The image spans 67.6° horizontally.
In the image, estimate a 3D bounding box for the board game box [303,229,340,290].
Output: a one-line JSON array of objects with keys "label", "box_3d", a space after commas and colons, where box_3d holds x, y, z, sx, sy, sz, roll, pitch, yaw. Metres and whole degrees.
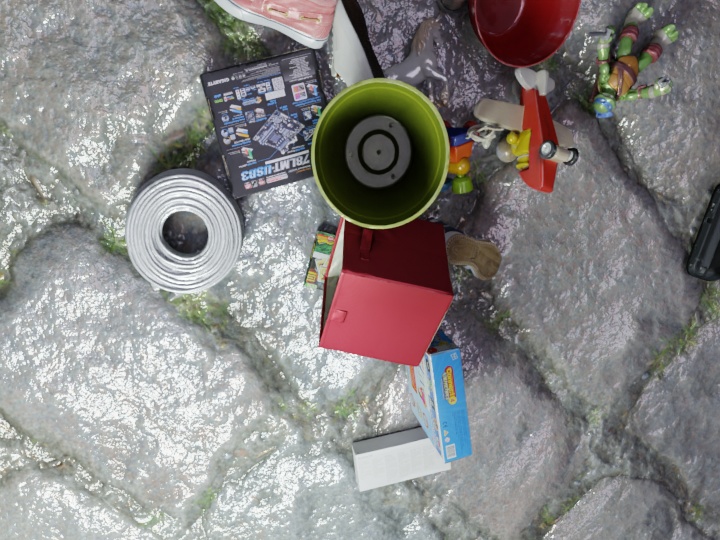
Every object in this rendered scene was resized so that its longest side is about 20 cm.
[{"label": "board game box", "box_3d": [0.000, 0.000, 1.005, 0.194, 0.023, 0.108, 13, 97, -14]}]

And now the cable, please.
[{"label": "cable", "box_3d": [-0.295, -0.064, 0.903, 0.196, 0.069, 0.204, -26, 106, -5]}]

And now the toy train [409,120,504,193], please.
[{"label": "toy train", "box_3d": [0.170, -0.184, 0.910, 0.083, 0.198, 0.119, -25, 116, -25]}]

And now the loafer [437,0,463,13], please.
[{"label": "loafer", "box_3d": [0.159, -0.543, 0.892, 0.070, 0.063, 0.207, -6, 104, -9]}]

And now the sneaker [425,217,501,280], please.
[{"label": "sneaker", "box_3d": [0.182, -0.043, 1.016, 0.197, 0.107, 0.072, 18, 98, -46]}]

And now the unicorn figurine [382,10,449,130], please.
[{"label": "unicorn figurine", "box_3d": [0.095, -0.336, 0.920, 0.197, 0.074, 0.140, -30, 107, -4]}]

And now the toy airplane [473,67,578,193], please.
[{"label": "toy airplane", "box_3d": [0.294, -0.253, 0.963, 0.200, 0.140, 0.200, 46, 53, -9]}]

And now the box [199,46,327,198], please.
[{"label": "box", "box_3d": [-0.147, -0.246, 0.904, 0.194, 0.050, 0.204, -17, 106, -8]}]

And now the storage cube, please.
[{"label": "storage cube", "box_3d": [0.036, 0.023, 0.880, 0.174, 0.174, 0.203, 12, 131, -10]}]

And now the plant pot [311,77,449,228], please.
[{"label": "plant pot", "box_3d": [0.029, -0.184, 0.845, 0.194, 0.193, 0.207, 0, 104, 1]}]

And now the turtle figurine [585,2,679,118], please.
[{"label": "turtle figurine", "box_3d": [0.490, -0.380, 0.943, 0.196, 0.142, 0.201, -56, 151, -14]}]

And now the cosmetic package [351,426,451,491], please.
[{"label": "cosmetic package", "box_3d": [0.083, 0.376, 1.093, 0.194, 0.051, 0.085, -9, 107, -10]}]

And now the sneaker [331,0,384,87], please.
[{"label": "sneaker", "box_3d": [-0.029, -0.374, 0.890, 0.083, 0.072, 0.206, -18, 90, 33]}]

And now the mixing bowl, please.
[{"label": "mixing bowl", "box_3d": [0.255, -0.453, 0.901, 0.194, 0.109, 0.206, -7, 115, -15]}]

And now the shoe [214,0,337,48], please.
[{"label": "shoe", "box_3d": [-0.130, -0.429, 0.829, 0.195, 0.073, 0.091, 20, 143, -12]}]

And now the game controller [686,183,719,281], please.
[{"label": "game controller", "box_3d": [0.761, -0.079, 1.143, 0.102, 0.042, 0.206, 10, 101, -29]}]

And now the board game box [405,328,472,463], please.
[{"label": "board game box", "box_3d": [0.133, 0.205, 0.989, 0.054, 0.196, 0.206, -12, 106, -9]}]
